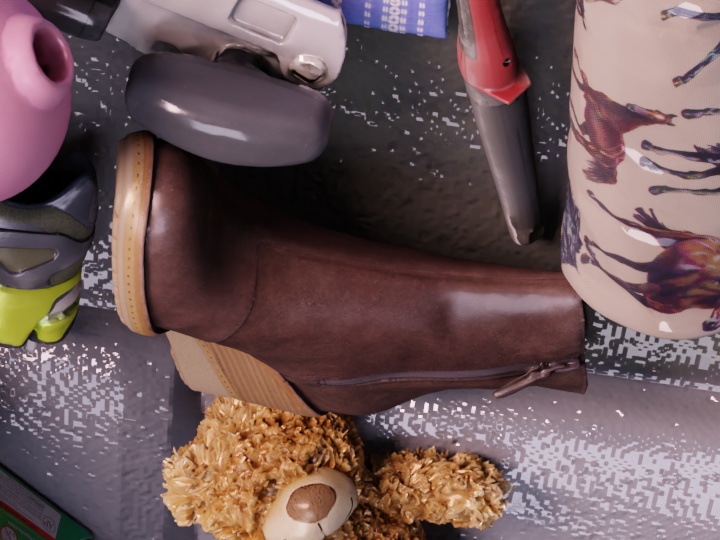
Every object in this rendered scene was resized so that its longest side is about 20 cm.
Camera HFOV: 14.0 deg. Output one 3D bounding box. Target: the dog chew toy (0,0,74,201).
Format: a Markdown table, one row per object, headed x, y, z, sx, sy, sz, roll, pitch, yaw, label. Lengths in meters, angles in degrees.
| x | y | z | sx | sy | sz | roll | pitch | yaw | label |
| --- | --- | --- | --- | --- | --- | --- | --- | --- | --- |
| -0.184 | -0.044 | 1.003 | 0.200 | 0.125 | 0.125 | -18 | 129 | 29 | dog chew toy |

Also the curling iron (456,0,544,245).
| x | y | z | sx | sy | sz | roll | pitch | yaw | label |
| --- | --- | --- | --- | --- | --- | --- | --- | --- | --- |
| 0.057 | -0.077 | 1.055 | 0.050 | 0.026 | 0.200 | -12 | 137 | -6 | curling iron |

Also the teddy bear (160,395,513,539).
| x | y | z | sx | sy | sz | roll | pitch | yaw | label |
| --- | --- | --- | --- | --- | --- | --- | --- | --- | --- |
| -0.004 | 0.131 | 1.236 | 0.145 | 0.067 | 0.200 | -7 | 127 | 1 | teddy bear |

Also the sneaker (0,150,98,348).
| x | y | z | sx | sy | sz | roll | pitch | yaw | label |
| --- | --- | --- | --- | --- | --- | --- | --- | --- | --- |
| -0.190 | -0.045 | 1.121 | 0.200 | 0.074 | 0.081 | 20 | 120 | -13 | sneaker |

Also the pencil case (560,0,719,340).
| x | y | z | sx | sy | sz | roll | pitch | yaw | label |
| --- | --- | --- | --- | --- | --- | --- | --- | --- | --- |
| 0.117 | -0.065 | 1.023 | 0.089 | 0.078 | 0.200 | 9 | 136 | 8 | pencil case |

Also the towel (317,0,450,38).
| x | y | z | sx | sy | sz | roll | pitch | yaw | label |
| --- | --- | --- | --- | --- | --- | --- | --- | --- | --- |
| -0.063 | -0.145 | 1.017 | 0.200 | 0.024 | 0.145 | 8 | 136 | 3 | towel |

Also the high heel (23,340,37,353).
| x | y | z | sx | sy | sz | roll | pitch | yaw | label |
| --- | --- | --- | --- | --- | --- | --- | --- | --- | --- |
| -0.221 | 0.072 | 1.189 | 0.142 | 0.071 | 0.200 | 17 | 99 | -13 | high heel |

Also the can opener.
| x | y | z | sx | sy | sz | roll | pitch | yaw | label |
| --- | --- | --- | --- | --- | --- | --- | --- | --- | --- |
| -0.099 | -0.094 | 1.018 | 0.200 | 0.067 | 0.053 | 20 | 137 | -13 | can opener |

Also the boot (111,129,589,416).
| x | y | z | sx | sy | sz | roll | pitch | yaw | label |
| --- | --- | --- | --- | --- | --- | --- | --- | --- | --- |
| 0.000 | 0.000 | 1.096 | 0.166 | 0.072 | 0.200 | -1 | 157 | 9 | boot |

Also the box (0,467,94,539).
| x | y | z | sx | sy | sz | roll | pitch | yaw | label |
| --- | --- | --- | --- | --- | --- | --- | --- | --- | --- |
| -0.229 | 0.143 | 1.323 | 0.200 | 0.048 | 0.117 | -31 | 123 | 31 | box |
